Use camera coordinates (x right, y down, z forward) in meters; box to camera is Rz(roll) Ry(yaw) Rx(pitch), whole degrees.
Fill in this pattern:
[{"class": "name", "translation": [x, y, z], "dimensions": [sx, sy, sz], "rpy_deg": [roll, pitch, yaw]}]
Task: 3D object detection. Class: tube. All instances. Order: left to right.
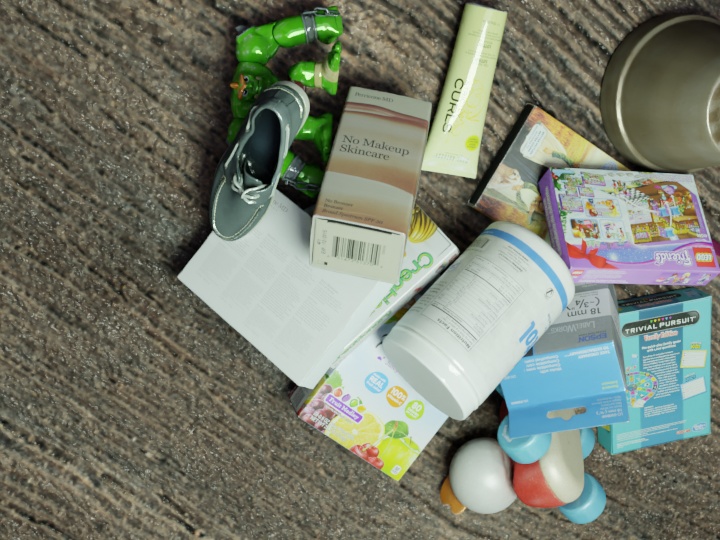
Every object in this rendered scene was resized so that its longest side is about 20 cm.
[{"class": "tube", "translation": [0.127, -0.210, 1.140], "dimensions": [0.058, 0.052, 0.202], "rpy_deg": [21, 109, 23]}]

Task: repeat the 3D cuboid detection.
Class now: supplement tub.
[{"class": "supplement tub", "translation": [0.135, 0.054, 1.090], "dimensions": [0.200, 0.132, 0.132], "rpy_deg": [-46, 111, -14]}]

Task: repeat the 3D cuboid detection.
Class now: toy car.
[{"class": "toy car", "translation": [0.181, 0.239, 1.244], "dimensions": [0.199, 0.178, 0.184], "rpy_deg": [-26, 127, 24]}]

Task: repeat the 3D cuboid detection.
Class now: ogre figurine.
[{"class": "ogre figurine", "translation": [-0.085, -0.189, 1.060], "dimensions": [0.119, 0.098, 0.202], "rpy_deg": [5, 111, -3]}]

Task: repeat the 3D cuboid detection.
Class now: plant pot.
[{"class": "plant pot", "translation": [0.415, -0.201, 1.147], "dimensions": [0.198, 0.174, 0.202], "rpy_deg": [-4, 107, -14]}]

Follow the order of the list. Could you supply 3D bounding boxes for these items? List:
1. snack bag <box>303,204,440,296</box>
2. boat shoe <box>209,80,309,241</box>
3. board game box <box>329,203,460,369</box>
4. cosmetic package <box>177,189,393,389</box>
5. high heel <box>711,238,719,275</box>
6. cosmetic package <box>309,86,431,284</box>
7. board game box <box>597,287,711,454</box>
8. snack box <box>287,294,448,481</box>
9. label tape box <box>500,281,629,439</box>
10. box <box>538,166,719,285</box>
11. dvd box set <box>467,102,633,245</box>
[{"class": "snack bag", "translation": [-0.007, -0.006, 1.176], "dimensions": [0.187, 0.021, 0.201], "rpy_deg": [-27, 110, -6]}, {"class": "boat shoe", "translation": [-0.118, -0.106, 1.014], "dimensions": [0.072, 0.062, 0.201], "rpy_deg": [31, 121, -1]}, {"class": "board game box", "translation": [0.000, 0.000, 1.113], "dimensions": [0.200, 0.035, 0.126], "rpy_deg": [-42, 70, -1]}, {"class": "cosmetic package", "translation": [-0.085, 0.011, 1.082], "dimensions": [0.200, 0.052, 0.151], "rpy_deg": [39, 92, 19]}, {"class": "high heel", "translation": [0.370, -0.022, 1.196], "dimensions": [0.198, 0.096, 0.068], "rpy_deg": [-7, 118, -27]}, {"class": "cosmetic package", "translation": [0.013, -0.096, 1.048], "dimensions": [0.102, 0.201, 0.088], "rpy_deg": [10, 141, 2]}, {"class": "board game box", "translation": [0.395, 0.135, 1.301], "dimensions": [0.149, 0.047, 0.202], "rpy_deg": [-9, 107, -11]}, {"class": "snack box", "translation": [0.038, 0.130, 1.182], "dimensions": [0.168, 0.068, 0.201], "rpy_deg": [36, 93, -24]}, {"class": "label tape box", "translation": [0.235, 0.089, 1.143], "dimensions": [0.143, 0.201, 0.064], "rpy_deg": [-13, 133, 19]}, {"class": "box", "translation": [0.322, -0.053, 1.160], "dimensions": [0.198, 0.039, 0.138], "rpy_deg": [2, 62, -14]}, {"class": "dvd box set", "translation": [0.252, -0.095, 1.210], "dimensions": [0.199, 0.029, 0.147], "rpy_deg": [30, 96, -19]}]
